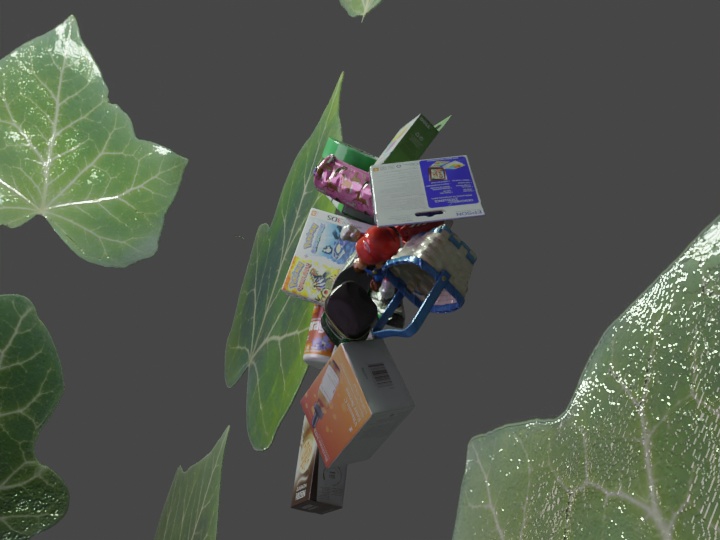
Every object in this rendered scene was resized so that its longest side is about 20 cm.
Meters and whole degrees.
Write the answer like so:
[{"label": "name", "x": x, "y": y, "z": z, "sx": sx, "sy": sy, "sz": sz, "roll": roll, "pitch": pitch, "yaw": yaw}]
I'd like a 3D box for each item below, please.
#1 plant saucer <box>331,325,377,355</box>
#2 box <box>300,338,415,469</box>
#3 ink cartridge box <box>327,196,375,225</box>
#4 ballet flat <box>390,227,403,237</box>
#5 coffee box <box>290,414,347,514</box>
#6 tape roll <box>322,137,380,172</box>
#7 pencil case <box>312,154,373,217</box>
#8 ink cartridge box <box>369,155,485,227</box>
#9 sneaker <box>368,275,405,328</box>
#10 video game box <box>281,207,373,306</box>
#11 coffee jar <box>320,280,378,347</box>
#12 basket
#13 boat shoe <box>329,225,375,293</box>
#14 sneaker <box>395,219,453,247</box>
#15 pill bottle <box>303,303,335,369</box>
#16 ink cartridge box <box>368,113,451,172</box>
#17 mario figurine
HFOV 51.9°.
[{"label": "plant saucer", "x": -0.003, "y": 0.202, "z": 1.571, "sx": 0.200, "sy": 0.049, "sz": 0.205, "roll": -42, "pitch": 40, "yaw": 47}, {"label": "box", "x": -0.010, "y": 0.253, "z": 1.406, "sx": 0.202, "sy": 0.104, "sz": 0.154, "roll": -56, "pitch": 50, "yaw": 38}, {"label": "ink cartridge box", "x": 0.009, "y": -0.168, "z": 1.737, "sx": 0.085, "sy": 0.143, "sz": 0.200, "roll": -65, "pitch": 21, "yaw": 11}, {"label": "ballet flat", "x": 0.089, "y": -0.093, "z": 1.529, "sx": 0.069, "sy": 0.067, "sz": 0.199, "roll": -62, "pitch": -16, "yaw": 11}, {"label": "coffee box", "x": -0.081, "y": 0.405, "z": 1.586, "sx": 0.114, "sy": 0.078, "sz": 0.205, "roll": 137, "pitch": 146, "yaw": -55}, {"label": "tape roll", "x": 0.007, "y": -0.251, "z": 1.733, "sx": 0.049, "sy": 0.196, "sz": 0.201, "roll": -66, "pitch": 20, "yaw": 11}, {"label": "pencil case", "x": -0.008, "y": -0.176, "z": 1.562, "sx": 0.197, "sy": 0.087, "sz": 0.084, "roll": 28, "pitch": 79, "yaw": 31}, {"label": "ink cartridge box", "x": 0.117, "y": -0.133, "z": 1.349, "sx": 0.203, "sy": 0.192, "sz": 0.044, "roll": -95, "pitch": -1, "yaw": -51}, {"label": "sneaker", "x": 0.054, "y": 0.051, "z": 1.524, "sx": 0.087, "sy": 0.076, "sz": 0.201, "roll": -64, "pitch": 20, "yaw": 19}, {"label": "video game box", "x": -0.059, "y": -0.020, "z": 1.641, "sx": 0.047, "sy": 0.178, "sz": 0.205, "roll": 50, "pitch": -123, "yaw": -67}, {"label": "coffee jar", "x": -0.023, "y": 0.090, "z": 1.430, "sx": 0.085, "sy": 0.105, "sz": 0.200, "roll": -40, "pitch": -7, "yaw": -13}, {"label": "basket", "x": 0.105, "y": 0.031, "z": 1.281, "sx": 0.201, "sy": 0.139, "sz": 0.176, "roll": -51, "pitch": 13, "yaw": -16}, {"label": "boat shoe", "x": -0.001, "y": -0.002, "z": 1.565, "sx": 0.206, "sy": 0.073, "sz": 0.065, "roll": -63, "pitch": -3, "yaw": 5}, {"label": "sneaker", "x": 0.091, "y": -0.053, "z": 1.435, "sx": 0.078, "sy": 0.113, "sz": 0.204, "roll": 45, "pitch": 117, "yaw": 50}, {"label": "pill bottle", "x": -0.063, "y": 0.125, "z": 1.731, "sx": 0.112, "sy": 0.110, "sz": 0.206, "roll": -28, "pitch": 48, "yaw": 63}, {"label": "ink cartridge box", "x": 0.103, "y": -0.268, "z": 1.584, "sx": 0.202, "sy": 0.059, "sz": 0.103, "roll": -53, "pitch": 12, "yaw": -19}, {"label": "mario figurine", "x": 0.014, "y": -0.015, "z": 1.411, "sx": 0.201, "sy": 0.120, "sz": 0.109, "roll": 95, "pitch": -174, "yaw": -71}]
